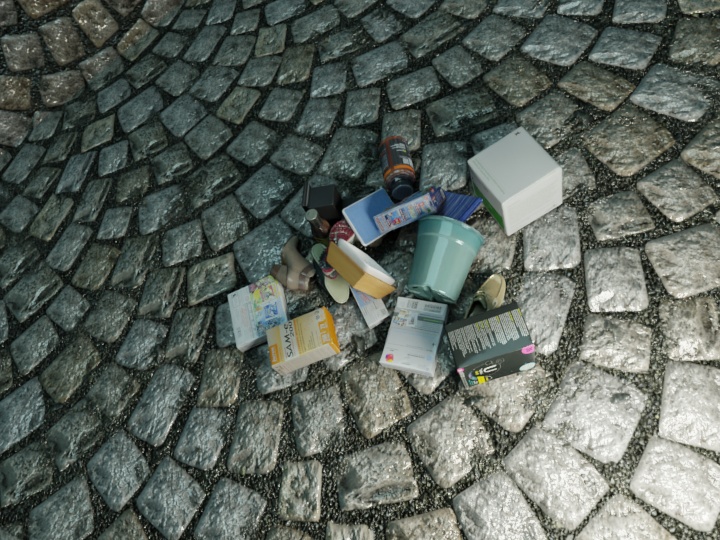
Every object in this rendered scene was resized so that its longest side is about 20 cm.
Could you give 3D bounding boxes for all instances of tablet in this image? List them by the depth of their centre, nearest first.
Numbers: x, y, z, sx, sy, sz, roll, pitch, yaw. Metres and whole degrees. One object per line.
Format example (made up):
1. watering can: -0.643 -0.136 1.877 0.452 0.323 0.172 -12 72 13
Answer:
1. tablet: 0.041 -0.167 1.764 0.199 0.014 0.132 -33 89 -38

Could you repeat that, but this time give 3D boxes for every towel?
1. towel: 0.262 -0.183 1.731 0.145 0.024 0.199 -47 33 -13

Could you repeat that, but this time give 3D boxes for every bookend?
1. bookend: -0.058 -0.198 1.800 0.194 0.201 0.094 -7 59 17

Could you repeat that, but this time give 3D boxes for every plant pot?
1. plant pot: 0.227 -0.019 1.610 0.196 0.200 0.200 12 74 25

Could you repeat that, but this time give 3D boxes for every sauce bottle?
1. sauce bottle: -0.118 -0.119 1.777 0.064 0.201 0.067 -10 57 16

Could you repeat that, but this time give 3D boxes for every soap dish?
1. soap dish: 0.000 0.000 1.649 0.157 0.199 0.082 43 98 31

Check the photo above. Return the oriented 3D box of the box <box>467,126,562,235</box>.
1. box: 0.449 -0.258 1.662 0.197 0.172 0.201 -30 56 1

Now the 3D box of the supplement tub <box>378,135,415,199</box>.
1. supplement tub: 0.120 -0.332 1.865 0.105 0.107 0.204 -15 58 11

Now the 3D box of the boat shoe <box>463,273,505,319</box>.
1. boat shoe: 0.339 0.089 1.572 0.071 0.065 0.202 25 73 30

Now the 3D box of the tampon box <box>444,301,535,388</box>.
1. tampon box: 0.332 0.194 1.464 0.196 0.150 0.128 -19 56 9

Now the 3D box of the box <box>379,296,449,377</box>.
1. box: 0.153 0.182 1.604 0.152 0.041 0.204 7 64 24

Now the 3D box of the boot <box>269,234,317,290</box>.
1. boot: -0.194 -0.019 1.834 0.143 0.071 0.202 17 55 14

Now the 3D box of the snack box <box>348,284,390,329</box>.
1. snack box: 0.019 0.076 1.722 0.071 0.024 0.202 -28 56 2

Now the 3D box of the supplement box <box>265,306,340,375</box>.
1. supplement box: -0.171 0.208 1.689 0.196 0.074 0.128 -23 56 7

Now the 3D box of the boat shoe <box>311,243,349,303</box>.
1. boat shoe: -0.098 0.017 1.772 0.074 0.066 0.201 -27 77 -24

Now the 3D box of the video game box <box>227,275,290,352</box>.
1. video game box: -0.319 0.129 1.805 0.179 0.047 0.203 -25 56 8

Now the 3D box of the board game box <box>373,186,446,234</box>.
1. board game box: 0.145 -0.186 1.719 0.197 0.063 0.200 -23 11 22

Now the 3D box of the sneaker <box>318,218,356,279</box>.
1. sneaker: -0.065 -0.070 1.737 0.079 0.075 0.202 18 65 24
